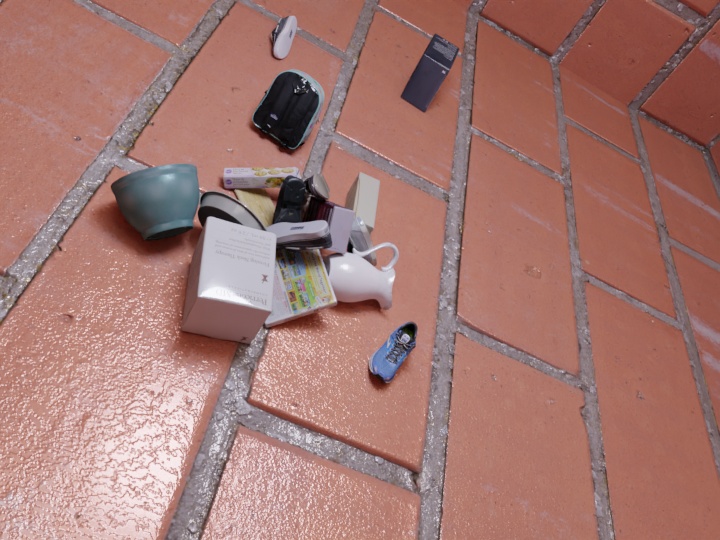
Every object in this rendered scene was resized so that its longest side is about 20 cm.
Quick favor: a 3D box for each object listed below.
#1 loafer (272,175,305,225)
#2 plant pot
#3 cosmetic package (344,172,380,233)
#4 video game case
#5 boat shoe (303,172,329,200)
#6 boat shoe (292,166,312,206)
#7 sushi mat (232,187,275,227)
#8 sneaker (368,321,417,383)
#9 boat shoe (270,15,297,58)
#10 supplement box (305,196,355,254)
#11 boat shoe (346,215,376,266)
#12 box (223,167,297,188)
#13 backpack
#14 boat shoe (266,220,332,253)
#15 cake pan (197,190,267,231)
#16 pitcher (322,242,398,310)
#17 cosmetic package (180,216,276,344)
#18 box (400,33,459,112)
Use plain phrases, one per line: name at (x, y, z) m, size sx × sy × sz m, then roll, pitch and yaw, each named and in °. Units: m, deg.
loafer at (-0.189, -0.143, 1.640) m, size 0.071 × 0.205 × 0.072 m, roll 12°, pitch 13°, yaw -25°
plant pot at (-0.456, -0.148, 1.473) m, size 0.197 × 0.198 × 0.138 m, roll -16°, pitch 90°, yaw -40°
cosmetic package at (-0.002, -0.170, 1.825) m, size 0.072 × 0.104 × 0.203 m, roll 21°, pitch 45°, yaw -14°
video game case at (-0.169, 0.023, 1.559) m, size 0.178 × 0.023 × 0.203 m, roll -17°, pitch 60°, yaw -9°
boat shoe at (-0.120, -0.209, 1.661) m, size 0.200 × 0.062 × 0.074 m, roll -86°, pitch 151°, yaw -78°
boat shoe at (-0.171, -0.200, 1.758) m, size 0.084 × 0.075 × 0.205 m, roll 22°, pitch 41°, yaw -17°
sushi mat at (-0.262, -0.151, 1.707) m, size 0.094 × 0.012 × 0.203 m, roll -10°, pitch 61°, yaw -40°
sneaker at (0.086, 0.193, 1.586) m, size 0.078 × 0.090 × 0.201 m, roll 35°, pitch 44°, yaw 1°
boat shoe at (-0.277, -0.806, 2.212) m, size 0.066 × 0.072 × 0.204 m, roll 4°, pitch 59°, yaw 15°
supplement box at (-0.086, -0.120, 1.653) m, size 0.060 × 0.112 × 0.199 m, roll 11°, pitch 10°, yaw -25°
boat shoe at (-0.005, -0.069, 1.708) m, size 0.070 × 0.202 × 0.071 m, roll -21°, pitch 56°, yaw -1°
box at (-0.266, -0.247, 1.709) m, size 0.194 × 0.039 × 0.042 m, roll 0°, pitch 46°, yaw -3°
backpack at (-0.198, -0.486, 1.894) m, size 0.174 × 0.202 × 0.154 m, roll 34°, pitch 27°, yaw 1°
boat shoe at (-0.159, -0.074, 1.556) m, size 0.195 × 0.069 × 0.072 m, roll -5°, pitch 33°, yaw 22°
cake pan at (-0.305, -0.102, 1.515) m, size 0.198 × 0.201 × 0.037 m, roll 34°, pitch 61°, yaw -2°
pitcher at (0.000, 0.000, 1.645) m, size 0.196 × 0.121 × 0.176 m, roll 13°, pitch 92°, yaw -25°
cosmetic package at (-0.289, 0.026, 1.418) m, size 0.164 × 0.167 × 0.204 m, roll 13°, pitch 55°, yaw -22°
box at (0.261, -0.742, 2.403) m, size 0.116 × 0.198 × 0.202 m, roll 29°, pitch 44°, yaw -5°
